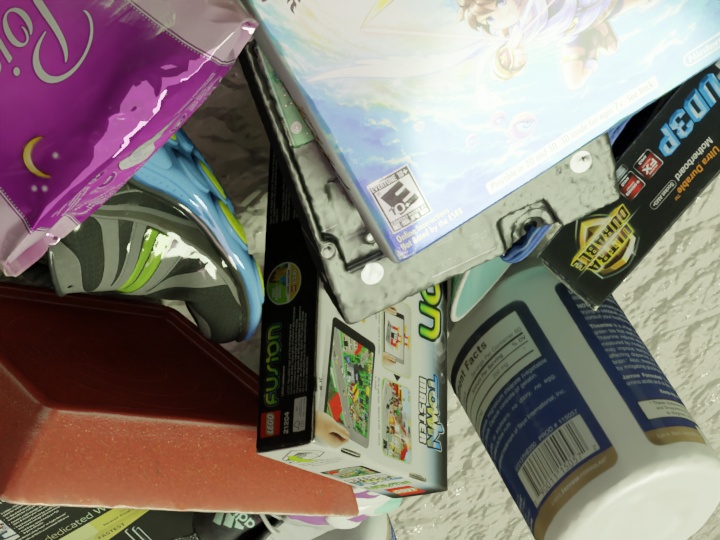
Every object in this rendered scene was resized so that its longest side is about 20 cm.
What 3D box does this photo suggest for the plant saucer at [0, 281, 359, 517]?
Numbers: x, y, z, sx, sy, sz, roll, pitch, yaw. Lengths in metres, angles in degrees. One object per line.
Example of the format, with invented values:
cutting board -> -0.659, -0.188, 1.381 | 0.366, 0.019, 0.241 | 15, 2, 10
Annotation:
plant saucer -> -0.122, 0.054, 0.747 | 0.198, 0.200, 0.037 | 10, 106, -41

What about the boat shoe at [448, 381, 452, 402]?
boat shoe -> 0.015, 0.055, 0.925 | 0.071, 0.070, 0.200 | -30, 143, 1

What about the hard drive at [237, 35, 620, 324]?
hard drive -> 0.022, -0.090, 0.636 | 0.139, 0.038, 0.201 | -25, 124, -7

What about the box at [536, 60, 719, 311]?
box -> 0.188, -0.084, 0.827 | 0.200, 0.046, 0.159 | -53, 173, 28

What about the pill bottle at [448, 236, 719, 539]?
pill bottle -> 0.116, 0.069, 0.897 | 0.110, 0.201, 0.111 | -18, 143, -14

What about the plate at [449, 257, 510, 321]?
plate -> 0.095, -0.063, 0.809 | 0.201, 0.025, 0.200 | -53, 169, -15

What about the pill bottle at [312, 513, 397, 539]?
pill bottle -> -0.024, 0.215, 1.051 | 0.115, 0.116, 0.201 | -24, 144, -6

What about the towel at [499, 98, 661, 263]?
towel -> 0.144, -0.085, 0.794 | 0.145, 0.024, 0.200 | -56, 170, 32

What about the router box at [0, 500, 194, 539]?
router box -> -0.190, 0.147, 0.913 | 0.199, 0.052, 0.158 | -29, 143, 0

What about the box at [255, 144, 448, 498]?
box -> 0.000, 0.000, 0.748 | 0.034, 0.202, 0.110 | -13, 154, 33

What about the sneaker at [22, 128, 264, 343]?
sneaker -> -0.103, -0.023, 0.646 | 0.082, 0.071, 0.200 | -33, 146, 7

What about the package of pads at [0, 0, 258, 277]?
package of pads -> -0.142, -0.107, 0.511 | 0.121, 0.200, 0.076 | -45, -174, 6

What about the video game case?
video game case -> 0.052, -0.127, 0.579 | 0.199, 0.045, 0.182 | -33, 122, -2

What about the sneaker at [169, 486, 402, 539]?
sneaker -> -0.047, 0.121, 0.869 | 0.139, 0.078, 0.200 | -25, 155, -8
